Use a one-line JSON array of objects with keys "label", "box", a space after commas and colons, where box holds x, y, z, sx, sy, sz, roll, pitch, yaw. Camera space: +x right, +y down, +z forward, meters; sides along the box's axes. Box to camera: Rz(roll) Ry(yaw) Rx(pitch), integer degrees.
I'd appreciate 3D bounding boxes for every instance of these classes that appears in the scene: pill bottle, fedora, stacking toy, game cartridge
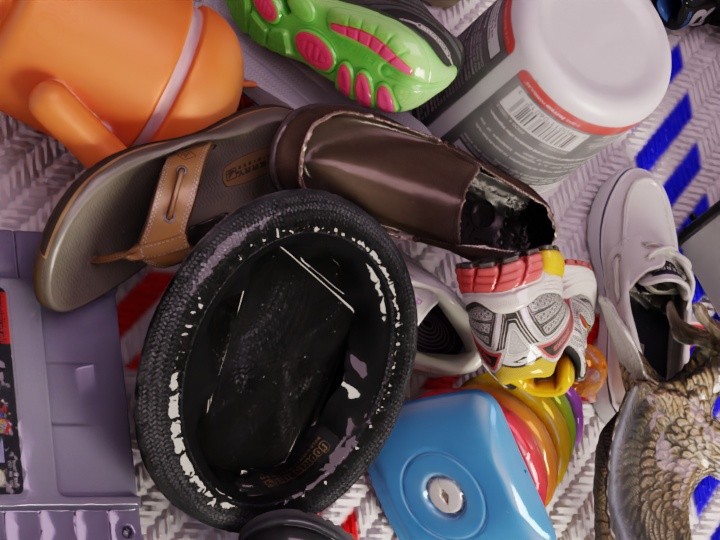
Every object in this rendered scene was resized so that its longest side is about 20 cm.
[{"label": "pill bottle", "box": [0.099, -0.107, 1.293, 0.115, 0.200, 0.117, 13, 62, -26]}, {"label": "fedora", "box": [-0.063, 0.047, 1.171, 0.199, 0.091, 0.202, -7, 103, -33]}, {"label": "stacking toy", "box": [0.102, 0.096, 1.276, 0.200, 0.109, 0.117, -37, 105, -48]}, {"label": "game cartridge", "box": [-0.194, 0.072, 1.140, 0.129, 0.038, 0.202, 5, 66, -34]}]

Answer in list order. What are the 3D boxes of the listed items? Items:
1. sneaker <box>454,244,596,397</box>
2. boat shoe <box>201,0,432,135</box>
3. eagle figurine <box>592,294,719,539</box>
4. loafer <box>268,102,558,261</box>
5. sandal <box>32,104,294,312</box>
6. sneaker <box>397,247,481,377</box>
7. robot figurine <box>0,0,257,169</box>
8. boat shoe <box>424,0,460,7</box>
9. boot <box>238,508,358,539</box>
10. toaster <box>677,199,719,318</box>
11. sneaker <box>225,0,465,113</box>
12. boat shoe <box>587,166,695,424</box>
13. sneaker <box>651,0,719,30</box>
[{"label": "sneaker", "box": [0.100, 0.037, 1.205, 0.200, 0.077, 0.083, 12, 67, -73]}, {"label": "boat shoe", "box": [-0.033, -0.104, 1.297, 0.072, 0.071, 0.200, -36, 70, -24]}, {"label": "eagle figurine", "box": [0.192, 0.125, 1.240, 0.151, 0.151, 0.201, 36, 80, -36]}, {"label": "loafer", "box": [0.039, -0.052, 1.201, 0.199, 0.071, 0.074, 14, 87, -29]}, {"label": "sandal", "box": [-0.100, -0.034, 1.161, 0.199, 0.082, 0.054, -24, 41, -30]}, {"label": "sneaker", "box": [0.000, 0.000, 1.243, 0.199, 0.100, 0.075, 32, 87, -14]}, {"label": "robot figurine", "box": [-0.155, -0.127, 1.202, 0.199, 0.144, 0.117, 26, 96, -19]}, {"label": "boat shoe", "box": [0.018, -0.277, 1.404, 0.200, 0.068, 0.075, 42, 53, -8]}, {"label": "boot", "box": [-0.007, 0.239, 1.078, 0.165, 0.065, 0.200, 47, 19, -22]}, {"label": "toaster", "box": [0.357, -0.037, 1.421, 0.180, 0.200, 0.119, -12, 70, -35]}, {"label": "sneaker", "box": [-0.015, -0.166, 1.263, 0.200, 0.077, 0.083, 43, 37, 25]}, {"label": "boat shoe", "box": [0.198, 0.012, 1.383, 0.072, 0.066, 0.201, 22, 59, -21]}, {"label": "sneaker", "box": [0.288, -0.193, 1.536, 0.112, 0.073, 0.200, -36, 81, -34]}]
